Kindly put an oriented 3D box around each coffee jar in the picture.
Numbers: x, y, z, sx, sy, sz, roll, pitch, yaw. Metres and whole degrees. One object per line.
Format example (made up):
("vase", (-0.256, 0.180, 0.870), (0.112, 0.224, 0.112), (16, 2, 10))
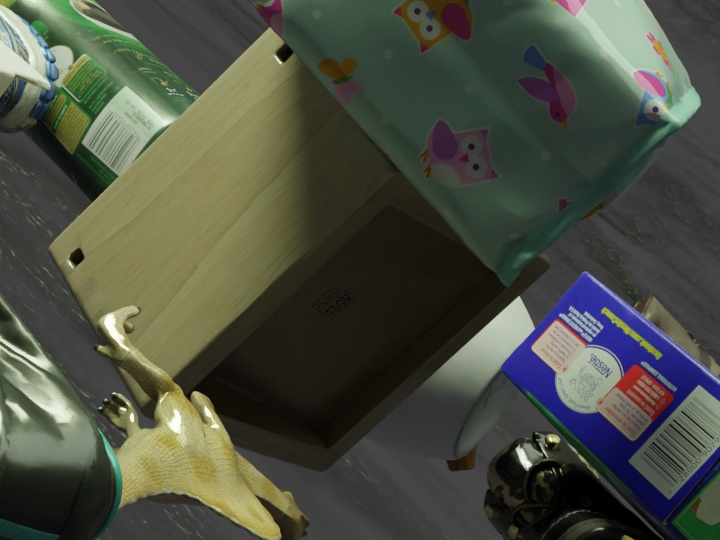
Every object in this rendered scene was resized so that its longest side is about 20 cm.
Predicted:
("coffee jar", (-0.165, -0.108, 1.222), (0.200, 0.086, 0.104), (42, 12, 26))

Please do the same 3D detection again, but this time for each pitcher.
("pitcher", (0.000, 0.000, 1.111), (0.199, 0.121, 0.172), (37, -28, 16))

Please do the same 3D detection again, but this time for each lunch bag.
("lunch bag", (0.061, -0.101, 0.879), (0.171, 0.122, 0.200), (47, 20, 1))

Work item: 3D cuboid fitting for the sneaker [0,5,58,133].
("sneaker", (-0.258, -0.160, 1.156), (0.200, 0.077, 0.085), (40, 12, 18))

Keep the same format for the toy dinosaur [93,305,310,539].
("toy dinosaur", (-0.071, 0.065, 0.738), (0.101, 0.058, 0.200), (42, 9, 20))

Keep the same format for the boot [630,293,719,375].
("boot", (0.427, 0.102, 2.783), (0.146, 0.070, 0.200), (40, 8, 2))

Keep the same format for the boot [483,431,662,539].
("boot", (0.116, 0.145, 1.070), (0.200, 0.073, 0.151), (35, 8, -47))

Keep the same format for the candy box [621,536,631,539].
("candy box", (0.167, 0.212, 0.838), (0.168, 0.077, 0.200), (35, 6, -6))

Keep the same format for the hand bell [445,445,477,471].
("hand bell", (0.045, 0.018, 1.212), (0.103, 0.202, 0.104), (-7, -2, 0))

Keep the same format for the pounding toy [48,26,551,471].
("pounding toy", (-0.034, -0.007, 0.967), (0.200, 0.184, 0.143), (26, 26, -56))

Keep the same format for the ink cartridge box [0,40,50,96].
("ink cartridge box", (-0.240, -0.106, 0.932), (0.116, 0.067, 0.200), (40, 8, 19))

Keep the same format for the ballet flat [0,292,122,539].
("ballet flat", (-0.149, 0.016, 0.659), (0.068, 0.068, 0.200), (8, 28, -49))

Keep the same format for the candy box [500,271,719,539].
("candy box", (0.186, 0.114, 1.057), (0.200, 0.077, 0.169), (43, 1, -34))
